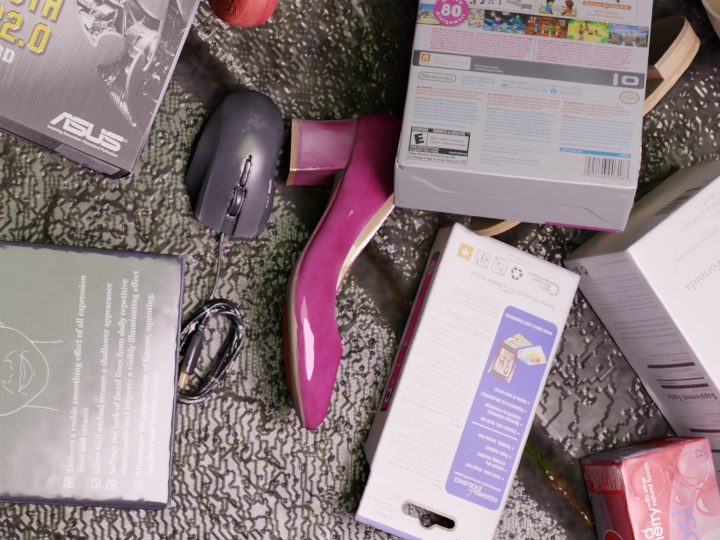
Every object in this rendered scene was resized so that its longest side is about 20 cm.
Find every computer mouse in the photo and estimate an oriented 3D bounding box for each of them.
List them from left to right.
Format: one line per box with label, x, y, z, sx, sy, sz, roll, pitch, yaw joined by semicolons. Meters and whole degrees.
computer mouse;-0.085;-0.015;1.397;0.058;0.034;0.202;12;83;-17

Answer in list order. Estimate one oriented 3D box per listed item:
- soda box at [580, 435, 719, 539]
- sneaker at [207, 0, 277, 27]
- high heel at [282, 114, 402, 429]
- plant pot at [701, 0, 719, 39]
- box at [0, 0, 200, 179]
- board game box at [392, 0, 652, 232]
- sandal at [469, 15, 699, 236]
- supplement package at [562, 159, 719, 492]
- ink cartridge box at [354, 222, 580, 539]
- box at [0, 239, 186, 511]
soda box;0.204;0.212;1.458;0.069;0.063;0.202;-12;91;-17
sneaker;-0.030;-0.217;1.371;0.115;0.078;0.201;17;51;-21
high heel;0.000;0.000;1.406;0.095;0.067;0.202;2;73;-7
plant pot;0.337;-0.156;1.472;0.200;0.200;0.135;-35;120;-16
box;-0.204;-0.166;1.361;0.199;0.048;0.160;24;80;-15
board game box;0.104;-0.133;1.396;0.146;0.064;0.202;7;66;4
sandal;0.163;-0.072;1.459;0.212;0.077;0.070;-48;114;-23
supplement package;0.244;0.041;1.456;0.113;0.109;0.201;-37;98;-16
ink cartridge box;0.065;0.079;1.437;0.094;0.037;0.202;22;78;-16
box;-0.212;0.059;1.314;0.198;0.107;0.150;5;85;-18
